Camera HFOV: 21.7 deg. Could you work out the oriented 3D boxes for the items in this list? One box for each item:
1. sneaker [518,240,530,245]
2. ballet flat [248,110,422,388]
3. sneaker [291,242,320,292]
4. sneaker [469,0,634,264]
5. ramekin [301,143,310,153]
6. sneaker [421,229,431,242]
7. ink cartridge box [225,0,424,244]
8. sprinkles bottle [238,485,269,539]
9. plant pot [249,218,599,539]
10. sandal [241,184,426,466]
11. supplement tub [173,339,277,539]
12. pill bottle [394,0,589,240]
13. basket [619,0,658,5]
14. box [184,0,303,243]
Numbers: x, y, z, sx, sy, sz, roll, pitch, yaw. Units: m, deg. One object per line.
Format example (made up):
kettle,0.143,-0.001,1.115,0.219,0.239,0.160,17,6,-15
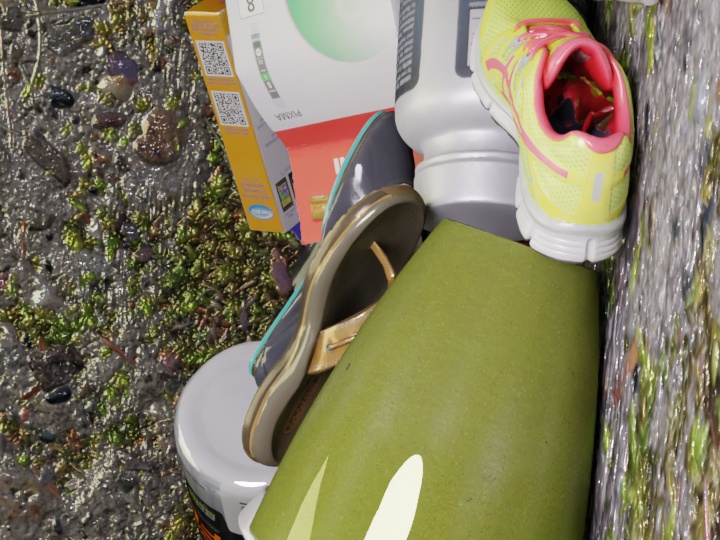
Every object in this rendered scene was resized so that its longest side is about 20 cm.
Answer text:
sneaker,0.088,0.005,1.271,0.201,0.070,0.099,-98,15,-69
ballet flat,0.000,0.000,1.190,0.201,0.073,0.073,-64,6,6
sneaker,0.048,0.023,1.369,0.200,0.086,0.081,37,121,32
sneaker,0.113,-0.103,1.027,0.091,0.077,0.201,98,164,-47
ramekin,0.045,-0.128,1.393,0.200,0.104,0.202,6,-90,-66
sneaker,0.025,0.012,1.273,0.200,0.078,0.066,-44,41,48
ink cartridge box,-0.015,-0.123,1.266,0.160,0.050,0.202,-7,90,45
sprinkles bottle,0.013,0.108,1.167,0.200,0.068,0.068,-46,12,9
plant pot,0.056,0.080,1.049,0.187,0.186,0.202,-145,73,-86
sandal,-0.006,0.040,1.120,0.080,0.054,0.201,-1,-57,-56
supplement tub,-0.061,0.148,1.322,0.201,0.121,0.123,85,-174,-55
pill bottle,0.081,-0.126,1.161,0.120,0.118,0.202,108,166,-76
basket,0.064,-0.219,0.989,0.136,0.198,0.124,-106,28,-80
box,-0.055,-0.123,1.396,0.119,0.041,0.201,-40,-53,-41
